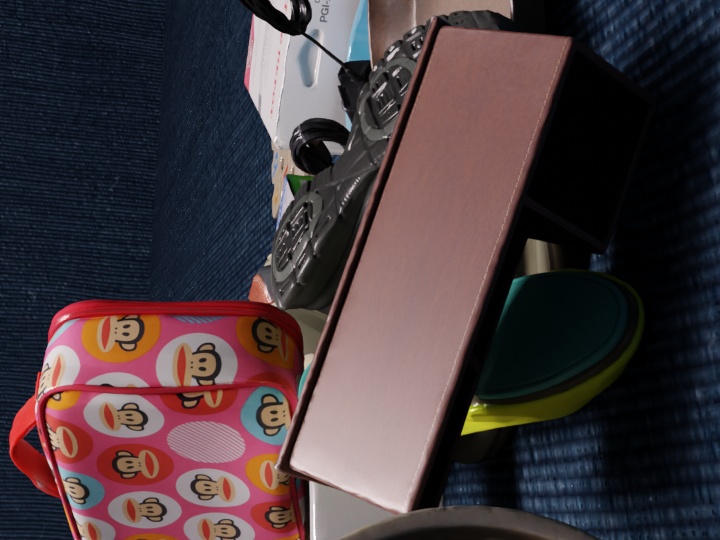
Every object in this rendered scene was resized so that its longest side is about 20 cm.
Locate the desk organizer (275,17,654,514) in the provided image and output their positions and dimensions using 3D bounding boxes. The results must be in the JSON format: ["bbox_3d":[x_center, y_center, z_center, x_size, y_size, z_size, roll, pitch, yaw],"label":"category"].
[{"bbox_3d":[0.046,0.004,0.599,0.077,0.071,0.202,15,83,45],"label":"desk organizer"}]

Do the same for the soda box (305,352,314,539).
[{"bbox_3d":[-0.018,0.127,0.966,0.064,0.067,0.203,-6,78,40],"label":"soda box"}]

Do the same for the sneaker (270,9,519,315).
[{"bbox_3d":[0.031,-0.049,0.750,0.200,0.090,0.076,-52,30,34],"label":"sneaker"}]

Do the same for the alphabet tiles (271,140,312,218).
[{"bbox_3d":[-0.061,-0.145,1.389,0.196,0.014,0.202,118,153,-58],"label":"alphabet tiles"}]

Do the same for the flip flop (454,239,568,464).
[{"bbox_3d":[0.060,0.021,0.738,0.082,0.057,0.201,-99,19,-46],"label":"flip flop"}]

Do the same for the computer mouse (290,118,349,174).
[{"bbox_3d":[-0.011,-0.050,0.920,0.200,0.058,0.034,72,-168,-65],"label":"computer mouse"}]

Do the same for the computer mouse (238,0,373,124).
[{"bbox_3d":[-0.020,-0.120,0.887,0.034,0.200,0.059,-23,42,31],"label":"computer mouse"}]

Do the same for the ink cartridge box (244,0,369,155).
[{"bbox_3d":[-0.035,-0.190,1.152,0.200,0.084,0.147,-114,31,-67],"label":"ink cartridge box"}]

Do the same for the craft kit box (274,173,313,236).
[{"bbox_3d":[-0.047,0.050,1.213,0.198,0.048,0.202,-105,23,-60],"label":"craft kit box"}]

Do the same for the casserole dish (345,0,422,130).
[{"bbox_3d":[0.029,-0.164,0.974,0.201,0.038,0.122,112,158,-50],"label":"casserole dish"}]

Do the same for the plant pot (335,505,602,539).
[{"bbox_3d":[0.034,0.197,0.570,0.184,0.198,0.203,104,168,-80],"label":"plant pot"}]

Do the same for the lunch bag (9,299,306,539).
[{"bbox_3d":[-0.119,0.103,0.856,0.201,0.174,0.083,93,176,-49],"label":"lunch bag"}]

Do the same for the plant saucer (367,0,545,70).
[{"bbox_3d":[0.054,-0.138,0.805,0.200,0.034,0.203,174,90,-69],"label":"plant saucer"}]

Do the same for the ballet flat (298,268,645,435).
[{"bbox_3d":[0.059,0.049,0.681,0.199,0.067,0.067,-18,52,38],"label":"ballet flat"}]

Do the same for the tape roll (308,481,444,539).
[{"bbox_3d":[0.005,0.156,0.817,0.202,0.070,0.205,179,90,-88],"label":"tape roll"}]

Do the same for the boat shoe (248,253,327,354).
[{"bbox_3d":[0.000,0.000,0.883,0.199,0.071,0.063,-22,46,47],"label":"boat shoe"}]
